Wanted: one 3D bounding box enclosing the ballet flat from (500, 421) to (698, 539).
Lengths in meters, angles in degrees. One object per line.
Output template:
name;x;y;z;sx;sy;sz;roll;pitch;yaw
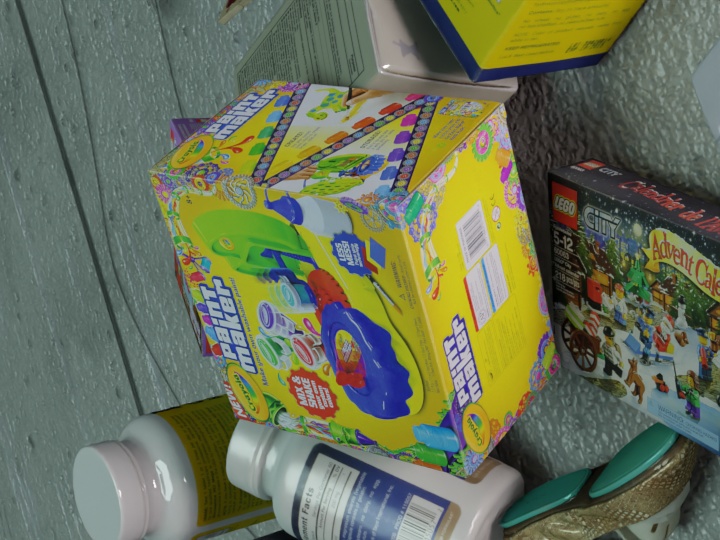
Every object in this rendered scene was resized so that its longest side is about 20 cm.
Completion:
ballet flat;0.169;0.152;1.065;0.065;0.071;0.200;47;145;-3

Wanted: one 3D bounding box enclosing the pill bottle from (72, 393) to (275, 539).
pill bottle;-0.130;0.164;1.356;0.112;0.200;0.112;20;116;51

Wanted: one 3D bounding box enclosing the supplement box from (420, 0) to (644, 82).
supplement box;0.124;-0.220;0.963;0.110;0.109;0.200;61;141;23

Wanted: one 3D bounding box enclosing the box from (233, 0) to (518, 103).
box;0.004;-0.133;1.137;0.200;0.109;0.128;-42;50;51

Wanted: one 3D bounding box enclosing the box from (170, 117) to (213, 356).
box;-0.118;-0.031;1.266;0.200;0.039;0.137;-126;35;-69

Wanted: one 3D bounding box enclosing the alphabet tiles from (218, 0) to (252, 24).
alphabet tiles;-0.028;-0.277;1.161;0.200;0.008;0.167;-25;40;55

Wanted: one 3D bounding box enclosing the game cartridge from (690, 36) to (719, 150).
game cartridge;0.263;-0.065;0.876;0.200;0.040;0.133;60;138;24

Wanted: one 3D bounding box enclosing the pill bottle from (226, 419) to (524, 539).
pill bottle;0.008;0.157;1.179;0.200;0.111;0.111;22;120;23

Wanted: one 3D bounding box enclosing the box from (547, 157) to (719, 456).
box;0.187;0.024;0.975;0.200;0.038;0.137;30;132;54

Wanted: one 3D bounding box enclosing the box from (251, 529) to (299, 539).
box;0.011;0.281;1.196;0.200;0.197;0.124;40;130;43

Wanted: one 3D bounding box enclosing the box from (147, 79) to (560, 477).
box;0.000;0.000;1.035;0.193;0.122;0.200;10;130;36
